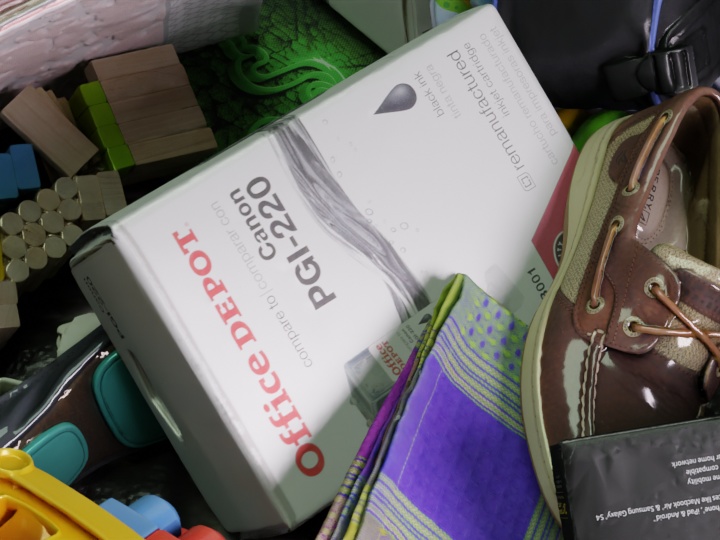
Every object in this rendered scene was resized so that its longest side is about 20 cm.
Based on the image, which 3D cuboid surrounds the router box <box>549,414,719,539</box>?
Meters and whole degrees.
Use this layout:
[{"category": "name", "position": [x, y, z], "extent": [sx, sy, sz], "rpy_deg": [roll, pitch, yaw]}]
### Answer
[{"category": "router box", "position": [0.178, 0.118, 0.774], "extent": [0.199, 0.051, 0.150], "rpy_deg": [-9, 84, 1]}]

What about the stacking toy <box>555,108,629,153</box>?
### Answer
[{"category": "stacking toy", "position": [0.105, -0.044, 0.996], "extent": [0.200, 0.086, 0.085], "rpy_deg": [17, 50, 30]}]

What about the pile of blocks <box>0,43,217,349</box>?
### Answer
[{"category": "pile of blocks", "position": [-0.155, -0.032, 1.034], "extent": [0.082, 0.062, 0.200], "rpy_deg": [46, 57, -3]}]

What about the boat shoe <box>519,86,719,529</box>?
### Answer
[{"category": "boat shoe", "position": [0.116, 0.015, 0.853], "extent": [0.072, 0.072, 0.200], "rpy_deg": [28, 56, -21]}]

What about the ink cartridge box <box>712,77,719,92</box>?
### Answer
[{"category": "ink cartridge box", "position": [0.226, -0.099, 1.057], "extent": [0.119, 0.042, 0.200], "rpy_deg": [-25, 47, -13]}]

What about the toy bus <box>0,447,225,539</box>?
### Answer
[{"category": "toy bus", "position": [-0.093, 0.155, 0.765], "extent": [0.200, 0.136, 0.192], "rpy_deg": [29, 40, 32]}]

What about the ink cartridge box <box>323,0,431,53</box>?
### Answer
[{"category": "ink cartridge box", "position": [0.029, -0.207, 1.168], "extent": [0.145, 0.084, 0.200], "rpy_deg": [-26, 45, -22]}]

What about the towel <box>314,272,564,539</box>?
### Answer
[{"category": "towel", "position": [0.058, 0.106, 0.825], "extent": [0.144, 0.023, 0.200], "rpy_deg": [38, 49, -12]}]

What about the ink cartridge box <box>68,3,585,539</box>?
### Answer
[{"category": "ink cartridge box", "position": [0.000, 0.000, 0.913], "extent": [0.200, 0.146, 0.085], "rpy_deg": [-32, 4, -20]}]

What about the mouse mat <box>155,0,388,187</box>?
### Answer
[{"category": "mouse mat", "position": [-0.039, -0.087, 1.118], "extent": [0.161, 0.008, 0.200], "rpy_deg": [-23, 46, -13]}]

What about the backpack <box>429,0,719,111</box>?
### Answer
[{"category": "backpack", "position": [0.120, -0.178, 0.996], "extent": [0.147, 0.184, 0.200], "rpy_deg": [10, 23, 27]}]

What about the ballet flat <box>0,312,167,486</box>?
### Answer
[{"category": "ballet flat", "position": [-0.127, 0.056, 0.942], "extent": [0.200, 0.073, 0.073], "rpy_deg": [-36, 49, -22]}]

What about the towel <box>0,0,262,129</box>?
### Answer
[{"category": "towel", "position": [-0.129, -0.117, 1.048], "extent": [0.191, 0.200, 0.032], "rpy_deg": [-23, 85, -11]}]
